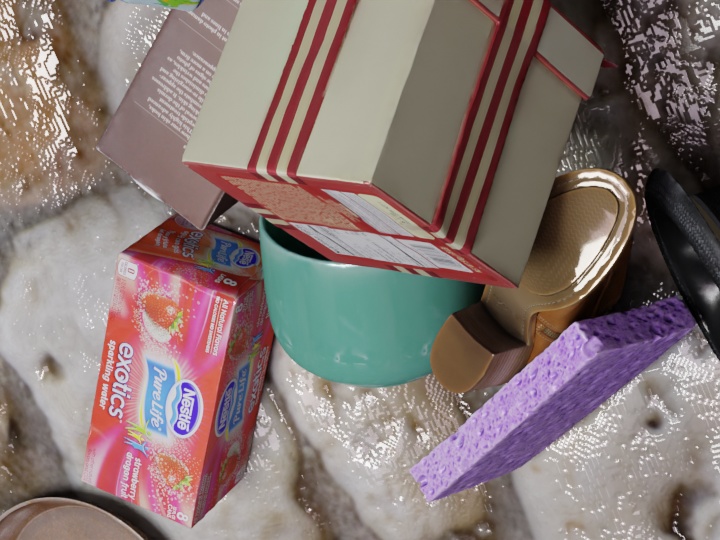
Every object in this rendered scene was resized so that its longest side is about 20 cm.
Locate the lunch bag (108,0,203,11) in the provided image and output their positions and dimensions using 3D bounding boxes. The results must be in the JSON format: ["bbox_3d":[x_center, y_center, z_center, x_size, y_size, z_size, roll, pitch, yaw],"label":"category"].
[{"bbox_3d":[-0.121,-0.274,1.413,0.082,0.161,0.202,7,80,-13],"label":"lunch bag"}]

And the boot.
[{"bbox_3d":[0.143,-0.002,1.425,0.077,0.155,0.201,45,125,20],"label":"boot"}]

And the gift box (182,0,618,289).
[{"bbox_3d":[0.038,-0.107,1.319,0.199,0.184,0.188,9,74,37],"label":"gift box"}]

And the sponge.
[{"bbox_3d":[0.127,0.086,1.477,0.200,0.111,0.030,-46,68,42],"label":"sponge"}]

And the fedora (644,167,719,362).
[{"bbox_3d":[0.262,0.008,1.399,0.091,0.201,0.202,-29,98,-2],"label":"fedora"}]

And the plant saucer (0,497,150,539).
[{"bbox_3d":[-0.219,0.269,1.783,0.199,0.034,0.202,10,115,23],"label":"plant saucer"}]

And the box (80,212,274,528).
[{"bbox_3d":[-0.130,0.073,1.623,0.099,0.095,0.201,21,118,15],"label":"box"}]

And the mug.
[{"bbox_3d":[0.010,0.001,1.510,0.151,0.185,0.115,-5,118,3],"label":"mug"}]

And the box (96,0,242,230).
[{"bbox_3d":[-0.092,-0.139,1.533,0.100,0.075,0.201,38,120,7],"label":"box"}]
